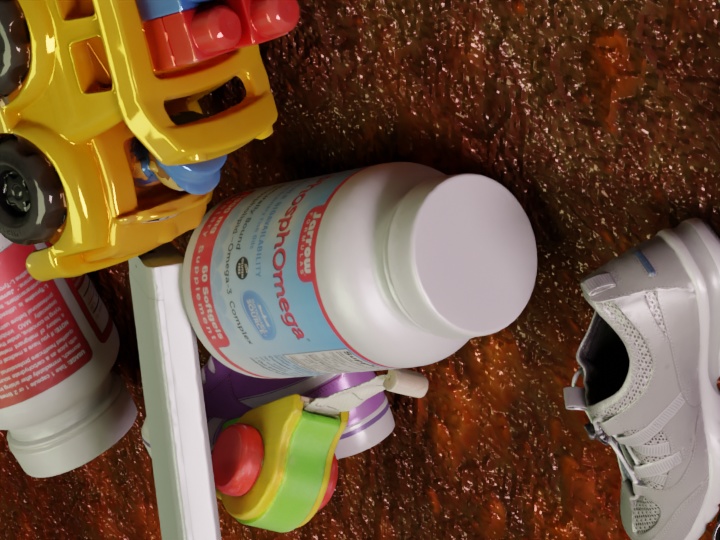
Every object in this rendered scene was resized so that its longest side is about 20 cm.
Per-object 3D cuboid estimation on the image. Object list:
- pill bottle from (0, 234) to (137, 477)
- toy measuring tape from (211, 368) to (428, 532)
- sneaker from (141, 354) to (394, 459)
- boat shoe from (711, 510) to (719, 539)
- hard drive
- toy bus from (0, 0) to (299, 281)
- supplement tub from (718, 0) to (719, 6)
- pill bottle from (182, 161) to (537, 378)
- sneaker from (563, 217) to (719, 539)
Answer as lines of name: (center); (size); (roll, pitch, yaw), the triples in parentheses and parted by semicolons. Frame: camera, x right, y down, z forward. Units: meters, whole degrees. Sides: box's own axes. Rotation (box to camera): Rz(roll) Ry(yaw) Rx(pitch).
pill bottle: (-0.225, 0.028, 1.790); (0.112, 0.112, 0.200); (1, 125, 51)
toy measuring tape: (-0.028, 0.106, 1.565); (0.074, 0.074, 0.200); (55, 144, -10)
sneaker: (-0.072, 0.056, 1.680); (0.200, 0.073, 0.114); (-11, 112, 43)
boat shoe: (0.209, 0.138, 1.414); (0.072, 0.065, 0.200); (42, 148, 13)
hard drive: (-0.107, 0.086, 1.614); (0.132, 0.026, 0.200); (-141, 44, -77)
toy bus: (-0.108, -0.105, 1.468); (0.192, 0.136, 0.200); (-5, 103, 42)
supplement tub: (0.182, -0.183, 1.025); (0.145, 0.145, 0.200); (12, 133, 45)
pill bottle: (0.000, 0.000, 1.483); (0.200, 0.109, 0.109); (-9, 117, 54)
sneaker: (0.136, 0.061, 1.390); (0.075, 0.082, 0.200); (-122, 23, -49)
